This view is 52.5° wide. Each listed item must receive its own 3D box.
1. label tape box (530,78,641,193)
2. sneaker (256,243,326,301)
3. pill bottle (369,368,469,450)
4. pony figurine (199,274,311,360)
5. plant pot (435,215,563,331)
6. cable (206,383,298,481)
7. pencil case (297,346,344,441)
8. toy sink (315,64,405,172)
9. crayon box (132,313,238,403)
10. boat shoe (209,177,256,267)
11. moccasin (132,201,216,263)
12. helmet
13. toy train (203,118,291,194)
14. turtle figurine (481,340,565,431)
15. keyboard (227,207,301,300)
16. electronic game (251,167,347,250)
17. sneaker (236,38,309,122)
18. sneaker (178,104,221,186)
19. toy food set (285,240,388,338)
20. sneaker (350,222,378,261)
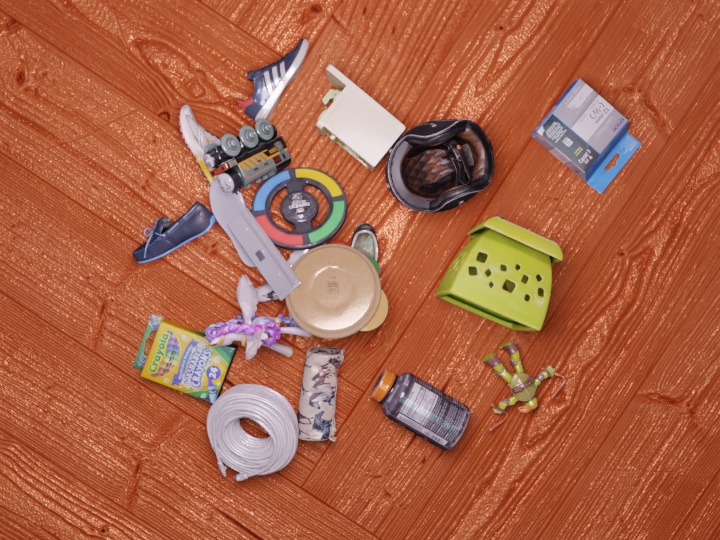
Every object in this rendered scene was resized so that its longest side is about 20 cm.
[{"bbox_3d":[0.482,-0.280,1.536,0.200,0.066,0.143,40,91,0],"label":"label tape box"},{"bbox_3d":[-0.147,-0.012,1.536,0.199,0.075,0.115,-21,91,-4],"label":"sneaker"},{"bbox_3d":[0.120,0.284,1.534,0.200,0.106,0.106,31,92,-2],"label":"pill bottle"},{"bbox_3d":[-0.204,0.118,1.471,0.199,0.193,0.167,6,58,-31],"label":"pony figurine"},{"bbox_3d":[0.285,0.004,1.484,0.198,0.200,0.182,24,86,-1],"label":"plant pot"},{"bbox_3d":[-0.221,0.331,1.514,0.199,0.069,0.201,-11,108,18],"label":"cable"},{"bbox_3d":[-0.083,0.258,1.543,0.089,0.078,0.201,7,92,0],"label":"pencil case"},{"bbox_3d":[-0.020,-0.305,1.496,0.200,0.130,0.112,40,92,-3],"label":"toy sink"},{"bbox_3d":[-0.377,0.186,1.550,0.199,0.052,0.126,21,92,-1],"label":"crayon box"},{"bbox_3d":[-0.251,-0.104,1.523,0.070,0.066,0.201,-26,104,6],"label":"boat shoe"},{"bbox_3d":[-0.393,-0.085,1.514,0.199,0.081,0.068,-28,114,12],"label":"moccasin"},{"bbox_3d":[0.150,-0.208,1.471,0.190,0.200,0.201,-13,93,44],"label":"helmet"},{"bbox_3d":[-0.227,-0.230,1.476,0.085,0.200,0.114,-18,104,42],"label":"toy train"},{"bbox_3d":[0.327,0.242,1.555,0.200,0.064,0.162,-34,92,1],"label":"turtle figurine"},{"bbox_3d":[-0.194,-0.034,1.457,0.056,0.011,0.200,-42,73,16],"label":"keyboard"},{"bbox_3d":[-0.126,-0.130,1.506,0.199,0.042,0.201,0,61,0],"label":"electronic game"},{"bbox_3d":[-0.185,-0.408,1.516,0.084,0.075,0.200,34,92,-6],"label":"sneaker"},{"bbox_3d":[-0.314,-0.257,1.527,0.082,0.078,0.200,-31,102,-3],"label":"sneaker"},{"bbox_3d":[-0.052,0.038,1.455,0.199,0.049,0.199,-16,75,-1],"label":"toy food set"},{"bbox_3d":[0.000,0.000,1.527,0.067,0.090,0.201,5,93,-2],"label":"sneaker"}]
